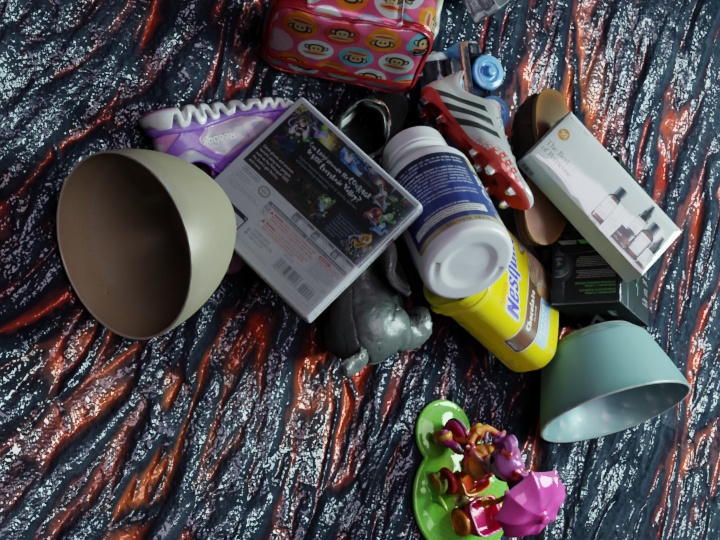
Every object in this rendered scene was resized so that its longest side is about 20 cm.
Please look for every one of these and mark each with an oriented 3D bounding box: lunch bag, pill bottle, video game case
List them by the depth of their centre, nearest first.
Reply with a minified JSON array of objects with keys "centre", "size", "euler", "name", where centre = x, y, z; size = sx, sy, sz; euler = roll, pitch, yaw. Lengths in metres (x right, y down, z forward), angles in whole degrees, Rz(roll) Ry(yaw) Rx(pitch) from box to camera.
[{"centre":[-0.061,-0.070,1.575],"size":[0.182,0.023,0.200],"euler":[-44,71,-9],"name":"video game case"},{"centre":[0.092,-0.074,1.631],"size":[0.110,0.112,0.201],"euler":[7,40,-29],"name":"pill bottle"},{"centre":[-0.018,-0.281,1.673],"size":[0.198,0.176,0.083],"euler":[10,68,-8],"name":"lunch bag"}]

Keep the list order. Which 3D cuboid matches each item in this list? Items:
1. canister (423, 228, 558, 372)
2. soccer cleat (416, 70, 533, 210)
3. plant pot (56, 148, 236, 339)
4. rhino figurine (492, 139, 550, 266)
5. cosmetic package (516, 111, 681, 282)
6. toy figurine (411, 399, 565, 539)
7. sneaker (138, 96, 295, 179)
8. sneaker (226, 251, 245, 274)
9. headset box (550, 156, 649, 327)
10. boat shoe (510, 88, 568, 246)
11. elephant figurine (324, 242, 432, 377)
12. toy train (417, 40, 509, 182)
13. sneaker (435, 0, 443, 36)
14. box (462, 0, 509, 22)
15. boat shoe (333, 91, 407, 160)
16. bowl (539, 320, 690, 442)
[{"centre":[0.166,0.021,1.736],"size":[0.200,0.086,0.150],"euler":[40,47,-44],"name":"canister"},{"centre":[0.152,-0.159,1.703],"size":[0.085,0.069,0.200],"euler":[-35,72,-19],"name":"soccer cleat"},{"centre":[-0.210,-0.040,1.519],"size":[0.134,0.199,0.202],"euler":[-21,93,-50],"name":"plant pot"},{"centre":[0.210,-0.108,1.842],"size":[0.087,0.060,0.202],"euler":[15,72,-23],"name":"rhino figurine"},{"centre":[0.289,-0.089,1.703],"size":[0.200,0.051,0.083],"euler":[46,70,-2],"name":"cosmetic package"},{"centre":[0.164,0.246,1.686],"size":[0.149,0.184,0.202],"euler":[-16,90,-31],"name":"toy figurine"},{"centre":[-0.156,-0.151,1.627],"size":[0.198,0.080,0.090],"euler":[-11,95,-27],"name":"sneaker"},{"centre":[-0.085,-0.058,1.649],"size":[0.090,0.075,0.201],"euler":[42,65,-11],"name":"sneaker"},{"centre":[0.312,-0.025,1.822],"size":[0.174,0.092,0.202],"euler":[26,63,-64],"name":"headset box"},{"centre":[0.220,-0.123,1.758],"size":[0.070,0.070,0.202],"euler":[16,72,-26],"name":"boat shoe"},{"centre":[0.000,0.000,1.647],"size":[0.140,0.155,0.202],"euler":[-13,102,-22],"name":"elephant figurine"},{"centre":[0.125,-0.192,1.791],"size":[0.113,0.087,0.202],"euler":[-5,86,-25],"name":"toy train"},{"centre":[0.064,-0.365,1.779],"size":[0.081,0.088,0.202],"euler":[-9,87,-31],"name":"sneaker"},{"centre":[0.152,-0.447,1.846],"size":[0.201,0.050,0.158],"euler":[56,46,-11],"name":"box"},{"centre":[0.012,-0.172,1.704],"size":[0.074,0.063,0.201],"euler":[53,38,-5],"name":"boat shoe"},{"centre":[0.311,0.135,1.805],"size":[0.199,0.201,0.106],"euler":[-1,62,-31],"name":"bowl"}]
